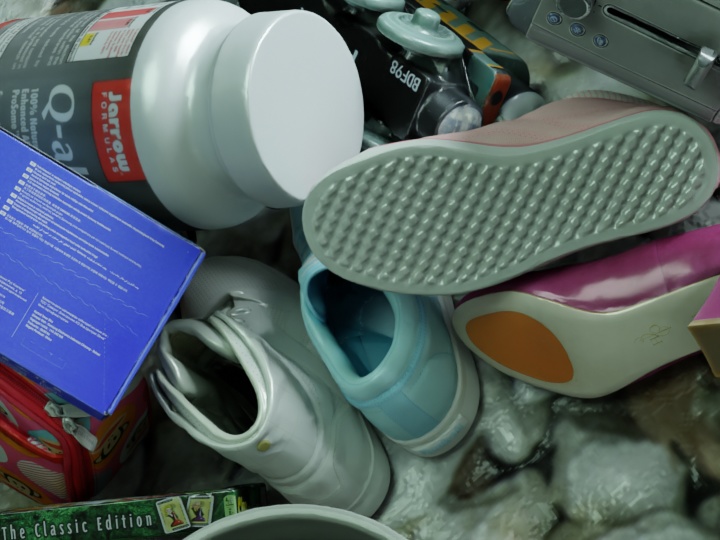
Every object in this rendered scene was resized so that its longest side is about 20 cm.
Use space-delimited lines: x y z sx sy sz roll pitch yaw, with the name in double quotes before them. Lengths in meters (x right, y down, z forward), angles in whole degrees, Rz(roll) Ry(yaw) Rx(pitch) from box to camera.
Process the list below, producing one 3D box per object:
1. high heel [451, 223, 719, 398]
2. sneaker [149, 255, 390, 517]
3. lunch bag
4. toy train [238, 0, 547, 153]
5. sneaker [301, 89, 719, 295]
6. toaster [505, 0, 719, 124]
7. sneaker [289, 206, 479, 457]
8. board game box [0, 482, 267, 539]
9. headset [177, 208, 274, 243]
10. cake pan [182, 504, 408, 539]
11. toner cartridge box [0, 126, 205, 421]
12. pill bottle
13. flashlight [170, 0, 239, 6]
"high heel" 0.137 0.006 1.274 0.200 0.067 0.096 -8 33 46
"sneaker" -0.064 0.037 1.357 0.074 0.116 0.200 -45 43 7
"lunch bag" -0.200 0.029 1.380 0.200 0.176 0.082 36 70 11
"toy train" 0.016 -0.116 1.396 0.200 0.114 0.085 40 116 42
"sneaker" 0.075 -0.039 1.297 0.200 0.105 0.076 -11 99 7
"toaster" 0.166 -0.161 1.268 0.200 0.129 0.114 -55 -6 -44
"sneaker" 0.000 0.000 1.355 0.074 0.082 0.200 -38 47 10
"board game box" -0.151 0.126 1.327 0.200 0.105 0.024 -6 84 5
"headset" -0.125 -0.050 1.461 0.200 0.094 0.124 -10 42 12
"cake pan" -0.031 0.210 1.235 0.200 0.037 0.201 -5 72 16
"toner cartridge box" -0.184 -0.018 1.280 0.095 0.200 0.043 -59 4 -11
"pill bottle" -0.105 -0.077 1.342 0.200 0.116 0.116 -3 61 37
"flashlight" -0.020 -0.197 1.512 0.200 0.068 0.068 -45 9 11
